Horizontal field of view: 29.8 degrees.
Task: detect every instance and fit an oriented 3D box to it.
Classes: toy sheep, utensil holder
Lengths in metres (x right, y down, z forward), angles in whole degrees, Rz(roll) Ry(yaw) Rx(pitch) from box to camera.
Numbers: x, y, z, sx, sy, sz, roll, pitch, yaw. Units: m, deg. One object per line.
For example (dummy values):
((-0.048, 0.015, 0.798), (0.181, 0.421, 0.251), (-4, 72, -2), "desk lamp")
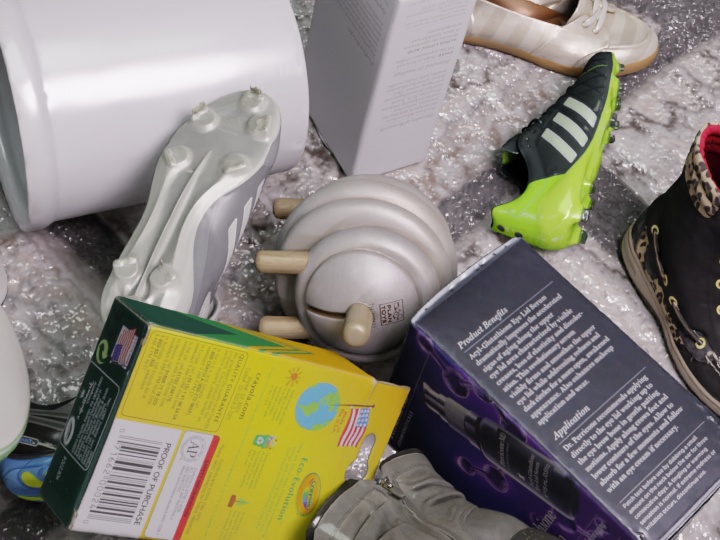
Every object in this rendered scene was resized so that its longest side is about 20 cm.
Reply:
((0.000, 0.000, 0.914), (0.137, 0.138, 0.200), (12, 31, -2), "toy sheep")
((-0.157, -0.130, 0.953), (0.200, 0.170, 0.170), (-13, 60, -21), "utensil holder")

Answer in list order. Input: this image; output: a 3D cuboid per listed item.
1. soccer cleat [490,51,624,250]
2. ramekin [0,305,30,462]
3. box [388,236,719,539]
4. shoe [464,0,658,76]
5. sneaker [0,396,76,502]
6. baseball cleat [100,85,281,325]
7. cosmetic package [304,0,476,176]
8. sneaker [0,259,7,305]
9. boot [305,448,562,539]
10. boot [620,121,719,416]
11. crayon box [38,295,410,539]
((0.156, -0.103, 1.056), (0.081, 0.068, 0.200), (13, 55, 14), "soccer cleat")
((-0.284, 0.053, 0.775), (0.098, 0.200, 0.200), (-33, 61, 15), "ramekin")
((0.119, 0.105, 0.859), (0.104, 0.148, 0.200), (-36, 68, -28), "box")
((0.156, -0.210, 1.131), (0.199, 0.053, 0.070), (10, 56, -4), "shoe")
((-0.135, 0.087, 0.868), (0.199, 0.071, 0.083), (-12, 66, -14), "sneaker")
((-0.107, -0.022, 0.873), (0.070, 0.107, 0.200), (21, 62, 16), "baseball cleat")
((0.016, -0.168, 0.988), (0.074, 0.200, 0.102), (-19, 63, -21), "cosmetic package")
((-0.293, -0.074, 0.919), (0.076, 0.115, 0.201), (-20, 62, -22), "sneaker")
((0.016, 0.184, 0.781), (0.130, 0.068, 0.200), (26, 35, 29), "boot")
((0.267, 0.007, 0.948), (0.073, 0.151, 0.200), (-15, 61, -20), "boot")
((-0.076, 0.101, 0.807), (0.200, 0.127, 0.051), (18, 7, -39), "crayon box")
